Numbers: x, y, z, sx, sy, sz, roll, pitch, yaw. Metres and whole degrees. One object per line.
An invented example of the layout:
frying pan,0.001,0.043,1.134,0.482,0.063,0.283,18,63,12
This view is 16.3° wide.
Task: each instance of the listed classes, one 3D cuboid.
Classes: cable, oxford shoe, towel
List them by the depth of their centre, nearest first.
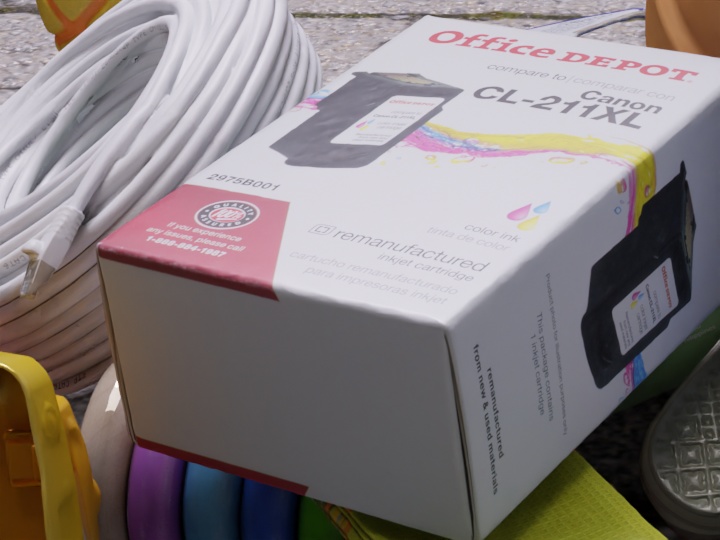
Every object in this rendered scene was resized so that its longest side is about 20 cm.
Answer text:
towel,0.044,0.080,0.800,0.086,0.018,0.200,-18,29,-17
oxford shoe,0.175,0.033,0.949,0.075,0.058,0.200,39,66,21
cable,-0.098,-0.041,1.015,0.200,0.069,0.200,-49,23,-11

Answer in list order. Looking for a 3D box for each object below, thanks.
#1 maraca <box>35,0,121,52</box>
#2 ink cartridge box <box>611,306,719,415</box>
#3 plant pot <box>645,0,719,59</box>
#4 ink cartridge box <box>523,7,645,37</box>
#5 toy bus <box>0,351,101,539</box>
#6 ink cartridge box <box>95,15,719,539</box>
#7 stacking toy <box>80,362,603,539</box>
maraca,-0.101,-0.132,1.362,0.137,0.200,0.107,18,72,39
ink cartridge box,0.068,-0.011,1.046,0.145,0.048,0.200,-25,38,9
plant pot,0.200,-0.132,0.893,0.199,0.140,0.201,-3,56,5
ink cartridge box,0.005,-0.070,1.159,0.199,0.041,0.199,-19,8,-30
toy bus,-0.167,0.080,0.882,0.199,0.137,0.192,-4,7,18
ink cartridge box,0.030,-0.007,0.860,0.145,0.083,0.200,12,34,34
stacking toy,0.000,0.084,0.916,0.199,0.086,0.085,8,24,14
